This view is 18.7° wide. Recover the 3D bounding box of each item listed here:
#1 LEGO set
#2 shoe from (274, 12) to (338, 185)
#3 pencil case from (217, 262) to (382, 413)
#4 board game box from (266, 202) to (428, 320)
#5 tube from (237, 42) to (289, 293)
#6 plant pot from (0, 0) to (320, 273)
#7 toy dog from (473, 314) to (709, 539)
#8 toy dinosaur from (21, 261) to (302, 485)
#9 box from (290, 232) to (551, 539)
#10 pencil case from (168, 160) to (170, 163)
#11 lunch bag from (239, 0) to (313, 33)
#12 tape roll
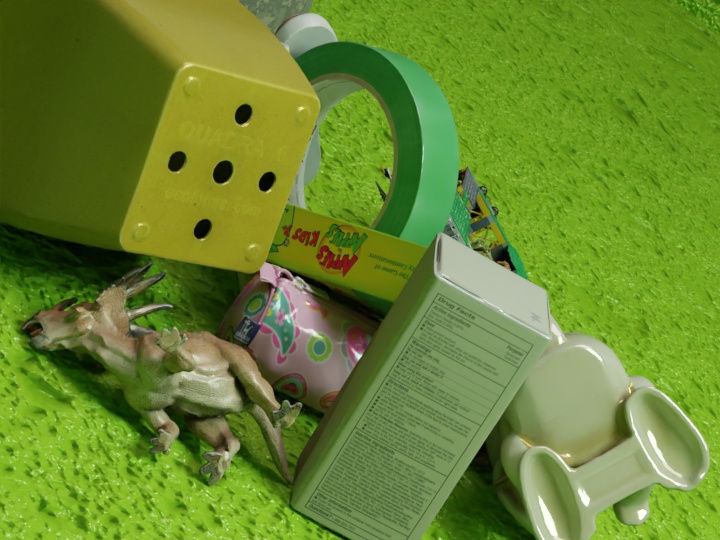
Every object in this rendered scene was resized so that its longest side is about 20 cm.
[{"bbox_3d":[0.060,0.002,1.861,0.154,0.115,0.200,58,17,-21],"label":"LEGO set"},{"bbox_3d":[-0.069,-0.165,1.872,0.071,0.201,0.091,-14,54,-17],"label":"shoe"},{"bbox_3d":[-0.008,0.067,1.608,0.199,0.088,0.088,27,22,-19],"label":"pencil case"},{"bbox_3d":[0.000,0.000,1.614,0.199,0.048,0.101,18,-9,37],"label":"board game box"},{"bbox_3d":[-0.081,-0.075,1.689,0.058,0.202,0.052,-10,18,-30],"label":"tube"},{"bbox_3d":[-0.147,-0.098,1.545,0.199,0.202,0.176,11,15,-45],"label":"plant pot"},{"bbox_3d":[0.140,0.121,1.621,0.195,0.139,0.200,53,-9,1],"label":"toy dog"},{"bbox_3d":[-0.116,0.065,1.467,0.199,0.086,0.136,29,14,-28],"label":"toy dinosaur"},{"bbox_3d":[0.040,0.087,1.472,0.094,0.201,0.078,29,21,-9],"label":"box"},{"bbox_3d":[-0.135,-0.111,1.792,0.082,0.091,0.200,7,28,-6],"label":"pencil case"},{"bbox_3d":[-0.121,-0.269,2.004,0.118,0.201,0.163,44,24,25],"label":"lunch bag"},{"bbox_3d":[-0.011,-0.081,1.756,0.048,0.201,0.201,9,31,-48],"label":"tape roll"}]
